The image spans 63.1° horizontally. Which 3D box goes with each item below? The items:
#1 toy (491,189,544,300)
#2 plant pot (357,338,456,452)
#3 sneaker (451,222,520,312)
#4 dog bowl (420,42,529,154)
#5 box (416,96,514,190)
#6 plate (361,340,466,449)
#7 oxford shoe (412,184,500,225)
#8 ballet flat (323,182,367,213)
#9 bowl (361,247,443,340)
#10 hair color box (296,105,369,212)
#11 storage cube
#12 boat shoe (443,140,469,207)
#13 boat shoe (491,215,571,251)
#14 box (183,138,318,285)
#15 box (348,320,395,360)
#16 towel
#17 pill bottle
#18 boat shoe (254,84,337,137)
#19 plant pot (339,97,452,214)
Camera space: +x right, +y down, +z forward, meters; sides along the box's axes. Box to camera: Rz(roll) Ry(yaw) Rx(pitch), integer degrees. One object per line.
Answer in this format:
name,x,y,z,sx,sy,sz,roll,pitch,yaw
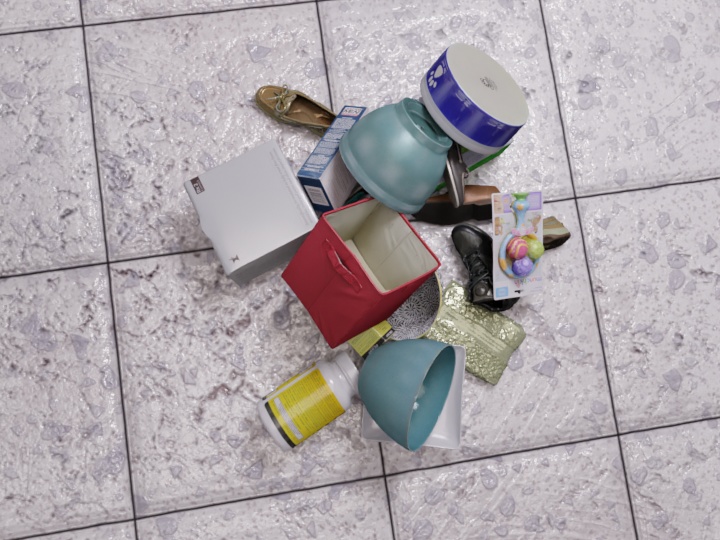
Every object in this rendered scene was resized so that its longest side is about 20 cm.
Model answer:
toy,0.307,-0.048,1.106,0.114,0.047,0.202,-7,97,-19
plant pot,0.074,0.209,1.078,0.134,0.200,0.202,19,82,26
sneaker,0.241,-0.003,1.175,0.076,0.114,0.201,-32,88,33
dog bowl,0.211,-0.317,1.078,0.199,0.079,0.202,20,49,-25
box,0.180,-0.282,1.210,0.199,0.097,0.177,-31,86,-6
plate,0.106,0.243,1.171,0.198,0.032,0.202,3,85,8
oxford shoe,0.197,-0.142,1.223,0.198,0.072,0.072,-4,57,-4
ballet flat,0.001,-0.180,1.205,0.199,0.067,0.064,-32,77,-7
bowl,0.092,0.029,1.157,0.199,0.094,0.203,11,108,35
hair color box,-0.039,-0.219,1.154,0.060,0.100,0.201,14,59,30
storage cube,0.000,0.000,1.041,0.199,0.180,0.171,-24,71,-46
boat shoe,0.181,-0.224,1.127,0.056,0.067,0.202,-14,85,-1
boat shoe,0.337,-0.075,1.201,0.198,0.072,0.077,-9,62,-33
box,-0.203,-0.109,1.142,0.199,0.131,0.200,-27,82,-6
box,-0.027,0.075,1.150,0.200,0.050,0.075,46,125,7
towel,0.227,0.130,1.202,0.199,0.036,0.149,34,84,0
pill bottle,-0.090,0.246,1.130,0.199,0.112,0.113,-33,87,-6
boat shoe,-0.124,-0.336,1.212,0.198,0.063,0.074,21,84,-1
plant pot,0.080,-0.222,1.058,0.201,0.200,0.134,48,123,2
